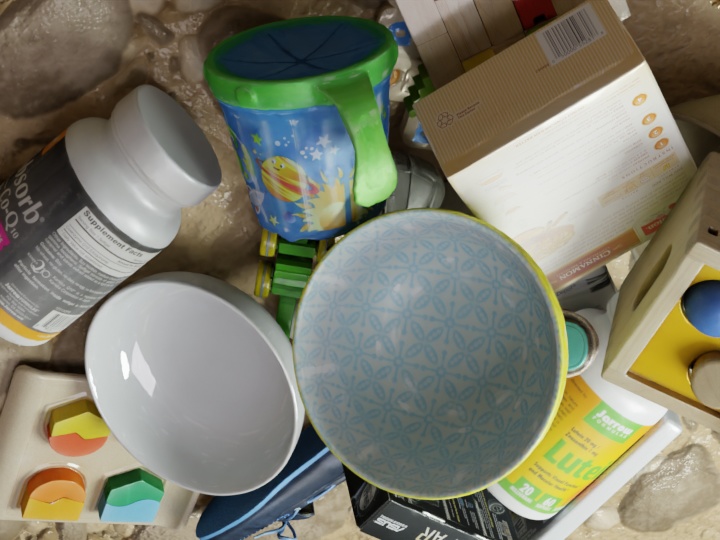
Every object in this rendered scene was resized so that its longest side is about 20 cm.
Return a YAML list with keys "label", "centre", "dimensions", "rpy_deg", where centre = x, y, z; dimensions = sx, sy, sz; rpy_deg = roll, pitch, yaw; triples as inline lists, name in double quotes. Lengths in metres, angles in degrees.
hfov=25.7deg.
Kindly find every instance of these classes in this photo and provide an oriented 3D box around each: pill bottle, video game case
- label: "pill bottle"
  centre: [-0.207, -0.042, 1.183]
  dimensions: [0.199, 0.117, 0.116]
  rpy_deg: [-37, 129, 17]
- label: "pill bottle"
  centre: [0.184, 0.103, 1.300]
  dimensions: [0.110, 0.112, 0.200]
  rpy_deg: [25, 121, -32]
- label: "video game case"
  centre: [0.196, 0.142, 1.405]
  dimensions: [0.023, 0.183, 0.200]
  rpy_deg: [31, 118, -20]

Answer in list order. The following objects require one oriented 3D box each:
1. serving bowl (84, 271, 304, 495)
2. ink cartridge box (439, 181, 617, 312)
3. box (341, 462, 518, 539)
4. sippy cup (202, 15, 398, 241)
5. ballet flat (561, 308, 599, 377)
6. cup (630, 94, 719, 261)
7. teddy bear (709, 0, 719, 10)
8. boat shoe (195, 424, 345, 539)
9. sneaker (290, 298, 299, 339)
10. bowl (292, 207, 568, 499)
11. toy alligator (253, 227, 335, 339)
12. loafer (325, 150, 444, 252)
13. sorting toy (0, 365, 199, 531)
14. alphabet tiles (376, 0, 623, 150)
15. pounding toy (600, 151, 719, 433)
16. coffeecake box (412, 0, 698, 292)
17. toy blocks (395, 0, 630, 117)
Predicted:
- label: "serving bowl"
  centre: [-0.129, 0.084, 1.312]
  dimensions: [0.198, 0.066, 0.202]
  rpy_deg: [11, 121, 19]
- label: "ink cartridge box"
  centre: [0.133, 0.007, 1.335]
  dimensions: [0.145, 0.086, 0.201]
  rpy_deg: [-25, 130, 8]
- label: "box"
  centre: [0.050, 0.160, 1.370]
  dimensions: [0.159, 0.201, 0.044]
  rpy_deg: [28, 120, -34]
- label: "sippy cup"
  centre: [-0.035, -0.097, 1.122]
  dimensions: [0.138, 0.178, 0.132]
  rpy_deg: [-3, 117, 10]
- label: "ballet flat"
  centre: [0.085, 0.045, 1.214]
  dimensions: [0.198, 0.067, 0.069]
  rpy_deg: [13, 101, 11]
- label: "cup"
  centre: [0.322, -0.063, 1.273]
  dimensions: [0.142, 0.200, 0.202]
  rpy_deg: [-30, 138, -26]
- label: "teddy bear"
  centre: [0.314, -0.269, 1.165]
  dimensions: [0.143, 0.067, 0.201]
  rpy_deg: [12, 134, -12]
- label: "boat shoe"
  centre: [-0.062, 0.209, 1.461]
  dimensions: [0.199, 0.085, 0.069]
  rpy_deg: [-33, 119, 18]
- label: "sneaker"
  centre: [0.012, 0.076, 1.316]
  dimensions: [0.198, 0.081, 0.077]
  rpy_deg: [20, 152, 20]
- label: "bowl"
  centre: [0.062, 0.054, 1.124]
  dimensions: [0.200, 0.201, 0.107]
  rpy_deg: [-39, 168, 20]
- label: "toy alligator"
  centre: [-0.049, -0.036, 1.275]
  dimensions: [0.059, 0.054, 0.202]
  rpy_deg: [9, 120, -3]
- label: "loafer"
  centre: [0.000, 0.000, 1.250]
  dimensions: [0.069, 0.070, 0.202]
  rpy_deg: [15, 101, -28]
- label: "sorting toy"
  centre: [-0.229, 0.169, 1.415]
  dimensions: [0.198, 0.037, 0.186]
  rpy_deg: [9, 128, -22]
- label: "alphabet tiles"
  centre: [0.101, -0.175, 1.215]
  dimensions: [0.193, 0.015, 0.201]
  rpy_deg: [5, 129, -19]
- label: "pounding toy"
  centre: [0.282, 0.062, 1.140]
  dimensions: [0.182, 0.143, 0.201]
  rpy_deg: [24, 135, -2]
- label: "coffeecake box"
  centre: [0.149, -0.081, 1.130]
  dimensions: [0.152, 0.074, 0.200]
  rpy_deg: [-30, 145, 10]
- label: "toy blocks"
  centre: [0.096, -0.215, 1.118]
  dimensions: [0.198, 0.100, 0.138]
  rpy_deg: [-24, 121, 6]
